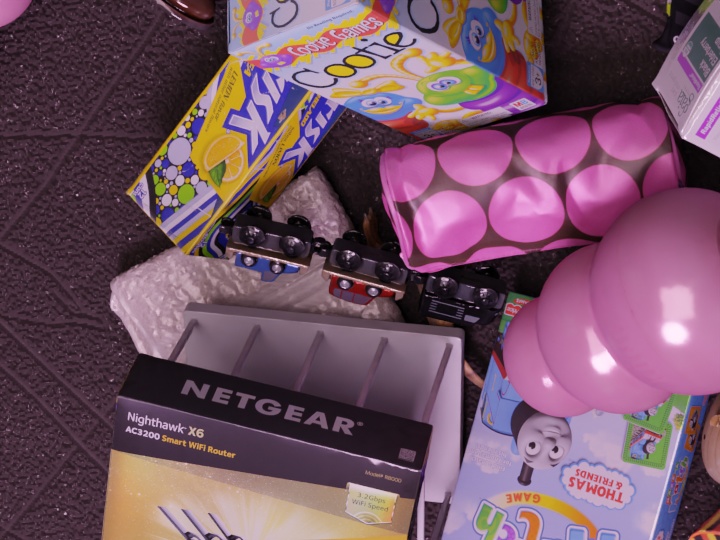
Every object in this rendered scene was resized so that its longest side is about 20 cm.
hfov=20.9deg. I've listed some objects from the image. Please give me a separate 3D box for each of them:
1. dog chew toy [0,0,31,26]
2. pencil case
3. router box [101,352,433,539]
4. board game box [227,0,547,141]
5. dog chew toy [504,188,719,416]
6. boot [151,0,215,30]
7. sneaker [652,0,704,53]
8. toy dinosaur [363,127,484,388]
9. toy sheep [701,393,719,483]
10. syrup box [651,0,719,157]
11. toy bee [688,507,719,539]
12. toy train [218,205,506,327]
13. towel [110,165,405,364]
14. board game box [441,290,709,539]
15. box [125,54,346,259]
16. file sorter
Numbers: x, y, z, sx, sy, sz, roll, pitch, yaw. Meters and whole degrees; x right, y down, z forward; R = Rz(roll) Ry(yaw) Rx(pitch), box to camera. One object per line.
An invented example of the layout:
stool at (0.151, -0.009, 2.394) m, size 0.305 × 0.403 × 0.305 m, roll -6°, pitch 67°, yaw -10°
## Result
dog chew toy at (-0.287, -0.216, 1.393) m, size 0.200 × 0.125 × 0.125 m, roll -38°, pitch 88°, yaw 14°
pencil case at (0.114, -0.052, 1.279) m, size 0.198 × 0.091 × 0.094 m, roll -8°, pitch 115°, yaw 6°
router box at (-0.064, 0.152, 1.262) m, size 0.198 × 0.052 × 0.158 m, roll 13°, pitch 122°, yaw 5°
board game box at (0.019, -0.166, 1.226) m, size 0.102 × 0.199 × 0.106 m, roll -15°, pitch 68°, yaw 36°
dog chew toy at (0.167, 0.031, 1.214) m, size 0.199 × 0.124 × 0.125 m, roll -30°, pitch 91°, yaw 42°
boot at (-0.100, -0.292, 1.330) m, size 0.200 × 0.064 × 0.187 m, roll -38°, pitch 86°, yaw 26°
sneaker at (0.216, -0.172, 1.248) m, size 0.082 × 0.072 × 0.201 m, roll -27°, pitch 92°, yaw 23°
toy dinosaur at (0.049, -0.002, 1.350) m, size 0.105 × 0.060 × 0.202 m, roll 5°, pitch 103°, yaw 17°
toy sheep at (0.304, 0.073, 1.243) m, size 0.199 × 0.138 × 0.138 m, roll -33°, pitch 90°, yaw 8°
syrup box at (0.285, -0.088, 1.194) m, size 0.199 × 0.079 × 0.082 m, roll 26°, pitch 112°, yaw -18°
toy bee at (0.235, 0.225, 1.310) m, size 0.108 × 0.130 × 0.201 m, roll 28°, pitch 123°, yaw 37°
toy train at (0.000, 0.000, 1.320) m, size 0.198 × 0.034 × 0.046 m, roll 15°, pitch 128°, yaw -1°
towel at (-0.080, 0.025, 1.414) m, size 0.199 × 0.034 × 0.133 m, roll -28°, pitch 92°, yaw 22°
board game box at (0.143, 0.129, 1.310) m, size 0.150 × 0.037 × 0.202 m, roll 15°, pitch 90°, yaw 31°
box at (-0.068, -0.105, 1.348) m, size 0.070 × 0.064 × 0.200 m, roll 44°, pitch 106°, yaw 20°
file sorter at (-0.036, 0.121, 1.343) m, size 0.198 × 0.125 × 0.140 m, roll 5°, pitch 120°, yaw 10°
